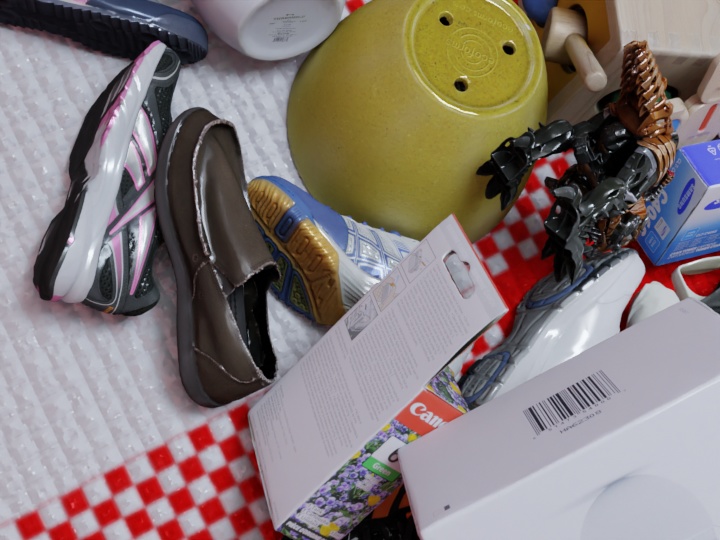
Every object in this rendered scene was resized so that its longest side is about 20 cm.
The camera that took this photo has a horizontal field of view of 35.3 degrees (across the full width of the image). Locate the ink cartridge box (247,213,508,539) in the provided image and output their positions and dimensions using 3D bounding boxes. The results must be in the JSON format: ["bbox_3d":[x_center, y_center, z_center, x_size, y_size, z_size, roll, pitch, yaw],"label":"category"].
[{"bbox_3d":[0.017,0.071,0.711,0.050,0.109,0.200,35,109,-33],"label":"ink cartridge box"}]

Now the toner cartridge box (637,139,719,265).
[{"bbox_3d":[0.317,-0.065,0.892,0.198,0.095,0.043,-12,56,-24],"label":"toner cartridge box"}]

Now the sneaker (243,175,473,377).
[{"bbox_3d":[0.000,0.000,0.815,0.200,0.075,0.088,45,50,-1],"label":"sneaker"}]

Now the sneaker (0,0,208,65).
[{"bbox_3d":[-0.199,-0.210,0.812,0.198,0.070,0.083,16,72,-13],"label":"sneaker"}]

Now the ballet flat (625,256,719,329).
[{"bbox_3d":[0.249,0.036,0.874,0.199,0.068,0.069,-24,71,-32],"label":"ballet flat"}]

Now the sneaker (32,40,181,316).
[{"bbox_3d":[-0.156,-0.058,0.787,0.086,0.080,0.202,27,67,-29],"label":"sneaker"}]

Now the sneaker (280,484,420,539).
[{"bbox_3d":[0.043,0.170,0.753,0.198,0.090,0.071,-7,75,-18],"label":"sneaker"}]

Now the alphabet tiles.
[{"bbox_3d":[0.279,-0.106,0.858,0.198,0.196,0.015,-15,58,-19],"label":"alphabet tiles"}]

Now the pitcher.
[{"bbox_3d":[-0.061,-0.264,0.849,0.170,0.121,0.201,-12,65,-22],"label":"pitcher"}]

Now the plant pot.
[{"bbox_3d":[0.057,-0.129,0.823,0.198,0.142,0.202,5,72,-14],"label":"plant pot"}]

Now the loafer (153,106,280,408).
[{"bbox_3d":[-0.084,-0.010,0.758,0.073,0.071,0.202,-14,98,-61],"label":"loafer"}]

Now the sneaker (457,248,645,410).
[{"bbox_3d":[0.149,0.063,0.839,0.200,0.074,0.087,-47,104,-19],"label":"sneaker"}]

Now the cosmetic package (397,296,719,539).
[{"bbox_3d":[0.155,0.157,0.630,0.198,0.123,0.201,-27,102,2],"label":"cosmetic package"}]

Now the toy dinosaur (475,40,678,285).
[{"bbox_3d":[0.160,-0.074,0.755,0.135,0.201,0.102,-27,38,-17],"label":"toy dinosaur"}]

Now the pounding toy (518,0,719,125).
[{"bbox_3d":[0.186,-0.187,0.855,0.141,0.184,0.202,1,73,-15],"label":"pounding toy"}]
